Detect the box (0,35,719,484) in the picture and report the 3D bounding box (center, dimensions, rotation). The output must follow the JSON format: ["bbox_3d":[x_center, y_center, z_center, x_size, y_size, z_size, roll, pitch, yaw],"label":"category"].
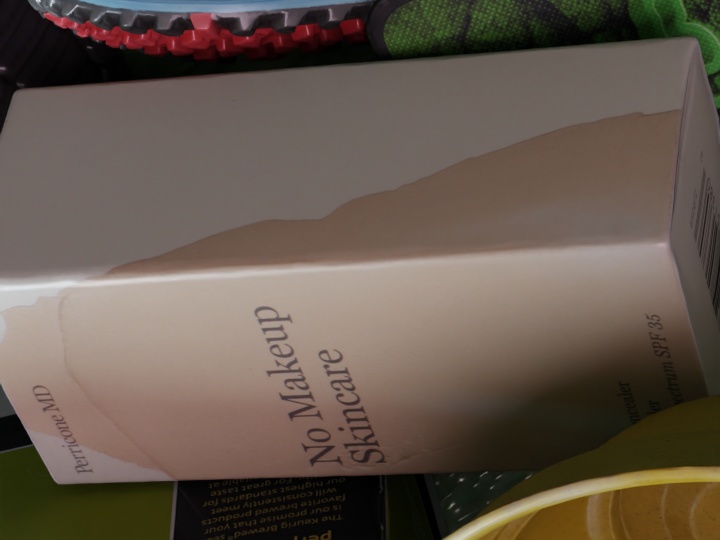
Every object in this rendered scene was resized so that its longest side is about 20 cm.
[{"bbox_3d":[0.000,0.000,0.768,0.199,0.078,0.095,-4,137,19],"label":"box"}]

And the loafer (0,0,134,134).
[{"bbox_3d":[-0.150,-0.076,0.821,0.200,0.071,0.073,35,77,-25],"label":"loafer"}]

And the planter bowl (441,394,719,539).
[{"bbox_3d":[0.104,0.092,0.715,0.199,0.084,0.201,8,133,9],"label":"planter bowl"}]

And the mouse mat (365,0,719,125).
[{"bbox_3d":[0.108,-0.030,0.797,0.160,0.008,0.200,-19,132,13],"label":"mouse mat"}]

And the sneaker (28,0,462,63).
[{"bbox_3d":[0.000,-0.114,0.797,0.199,0.079,0.096,-9,85,4],"label":"sneaker"}]

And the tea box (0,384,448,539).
[{"bbox_3d":[-0.072,0.121,0.839,0.199,0.197,0.134,-12,117,7],"label":"tea box"}]
